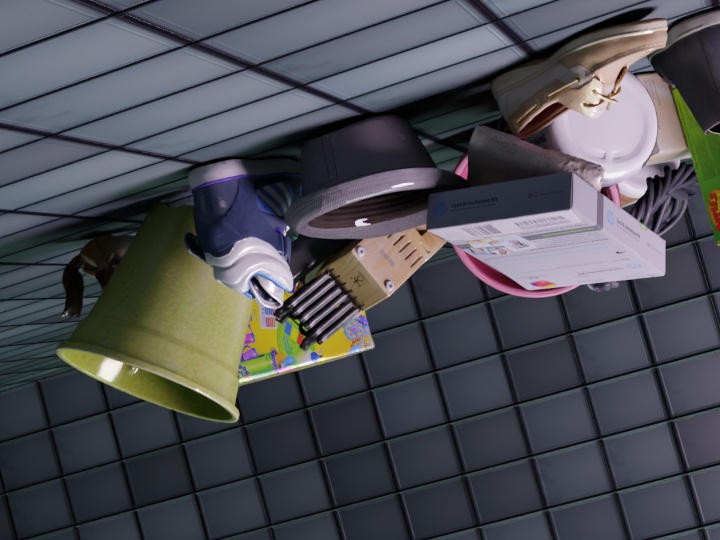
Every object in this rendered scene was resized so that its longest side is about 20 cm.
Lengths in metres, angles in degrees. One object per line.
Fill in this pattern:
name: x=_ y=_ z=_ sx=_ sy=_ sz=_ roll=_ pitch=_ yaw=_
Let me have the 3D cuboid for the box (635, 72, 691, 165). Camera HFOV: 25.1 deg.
box: x=0.356 y=-0.175 z=1.829 sx=0.199 sy=0.095 sz=0.078 roll=-14 pitch=175 yaw=-43

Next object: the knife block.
knife block: x=0.000 y=0.000 z=1.749 sx=0.200 sy=0.064 sz=0.175 roll=-43 pitch=-173 yaw=-32

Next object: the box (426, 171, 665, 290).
box: x=0.181 y=-0.033 z=1.547 sx=0.155 sy=0.041 sz=0.200 roll=-7 pitch=157 yaw=35

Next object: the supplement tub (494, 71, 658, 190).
supplement tub: x=0.208 y=-0.130 z=1.646 sx=0.122 sy=0.123 sz=0.200 roll=-14 pitch=175 yaw=-19

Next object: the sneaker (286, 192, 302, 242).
sneaker: x=-0.066 y=-0.054 z=1.845 sx=0.077 sy=0.092 sz=0.200 roll=-16 pitch=176 yaw=-14

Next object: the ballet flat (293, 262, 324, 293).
ballet flat: x=-0.012 y=-0.018 z=1.816 sx=0.072 sy=0.068 sz=0.200 roll=-9 pitch=158 yaw=-44

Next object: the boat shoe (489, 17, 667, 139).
boat shoe: x=0.203 y=-0.170 z=1.457 sx=0.073 sy=0.070 sz=0.200 roll=-12 pitch=175 yaw=-39

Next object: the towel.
towel: x=0.168 y=-0.080 z=1.574 sx=0.132 sy=0.035 sz=0.200 roll=18 pitch=165 yaw=8

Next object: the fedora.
fedora: x=0.010 y=-0.096 z=1.573 sx=0.176 sy=0.091 sz=0.200 roll=-20 pitch=168 yaw=33

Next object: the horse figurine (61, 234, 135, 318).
horse figurine: x=-0.254 y=-0.005 z=1.816 sx=0.199 sy=0.133 sz=0.050 roll=-13 pitch=132 yaw=-32

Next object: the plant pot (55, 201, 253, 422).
plant pot: x=-0.189 y=0.036 z=1.686 sx=0.199 sy=0.185 sz=0.200 roll=19 pitch=166 yaw=5

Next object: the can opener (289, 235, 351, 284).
can opener: x=-0.032 y=-0.054 z=1.743 sx=0.200 sy=0.067 sz=0.053 roll=-42 pitch=-168 yaw=-10

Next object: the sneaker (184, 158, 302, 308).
sneaker: x=-0.100 y=-0.032 z=1.610 sx=0.080 sy=0.147 sz=0.200 roll=-17 pitch=175 yaw=21

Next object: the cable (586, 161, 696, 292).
cable: x=0.341 y=-0.065 z=1.936 sx=0.200 sy=0.051 sz=0.164 roll=-35 pitch=155 yaw=-42

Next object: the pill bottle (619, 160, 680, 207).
pill bottle: x=0.313 y=-0.132 z=2.071 sx=0.114 sy=0.115 sz=0.200 roll=-14 pitch=176 yaw=-21

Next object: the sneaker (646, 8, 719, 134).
sneaker: x=0.330 y=-0.178 z=1.570 sx=0.074 sy=0.107 sz=0.200 roll=-16 pitch=176 yaw=5

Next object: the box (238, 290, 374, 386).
box: x=-0.111 y=0.031 z=2.045 sx=0.192 sy=0.201 sz=0.122 roll=-13 pitch=175 yaw=-23

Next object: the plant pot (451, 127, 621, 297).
plant pot: x=0.206 y=-0.086 z=1.894 sx=0.199 sy=0.201 sz=0.179 roll=-17 pitch=-169 yaw=14

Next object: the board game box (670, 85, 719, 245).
board game box: x=0.395 y=-0.136 z=1.720 sx=0.047 sy=0.201 sz=0.102 roll=-14 pitch=176 yaw=-19
